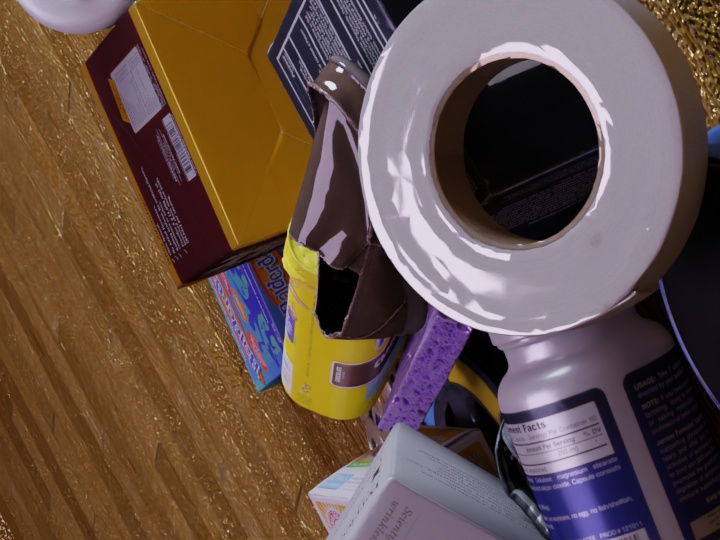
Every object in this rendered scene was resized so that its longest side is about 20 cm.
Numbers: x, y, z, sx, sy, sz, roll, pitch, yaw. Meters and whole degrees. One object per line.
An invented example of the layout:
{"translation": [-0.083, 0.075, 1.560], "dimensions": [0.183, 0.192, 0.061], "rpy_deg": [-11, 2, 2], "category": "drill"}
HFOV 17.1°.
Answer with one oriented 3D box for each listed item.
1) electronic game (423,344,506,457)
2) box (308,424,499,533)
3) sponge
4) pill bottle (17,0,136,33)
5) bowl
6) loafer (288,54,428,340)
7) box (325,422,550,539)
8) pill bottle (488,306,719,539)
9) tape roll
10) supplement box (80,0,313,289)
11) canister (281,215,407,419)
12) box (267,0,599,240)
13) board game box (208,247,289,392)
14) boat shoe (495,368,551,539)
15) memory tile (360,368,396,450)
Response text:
{"translation": [0.096, 0.145, 1.751], "dimensions": [0.200, 0.042, 0.200], "rpy_deg": [51, 154, 37], "category": "electronic game"}
{"translation": [0.065, 0.220, 1.718], "dimensions": [0.200, 0.101, 0.112], "rpy_deg": [63, 157, -11], "category": "box"}
{"translation": [0.058, 0.029, 1.632], "dimensions": [0.030, 0.112, 0.200], "rpy_deg": [21, 153, -1], "category": "sponge"}
{"translation": [-0.195, -0.250, 1.867], "dimensions": [0.200, 0.112, 0.112], "rpy_deg": [-46, -63, -73], "category": "pill bottle"}
{"translation": [0.225, 0.017, 1.297], "dimensions": [0.201, 0.039, 0.201], "rpy_deg": [51, 154, 37], "category": "bowl"}
{"translation": [-0.005, -0.033, 1.428], "dimensions": [0.073, 0.071, 0.200], "rpy_deg": [39, 147, 49], "category": "loafer"}
{"translation": [0.057, 0.243, 1.584], "dimensions": [0.200, 0.199, 0.131], "rpy_deg": [30, -169, -5], "category": "box"}
{"translation": [0.152, 0.098, 1.457], "dimensions": [0.201, 0.115, 0.116], "rpy_deg": [69, 160, -3], "category": "pill bottle"}
{"translation": [0.092, -0.064, 1.302], "dimensions": [0.202, 0.037, 0.204], "rpy_deg": [3, 96, 30], "category": "tape roll"}
{"translation": [-0.099, -0.112, 1.840], "dimensions": [0.198, 0.133, 0.200], "rpy_deg": [66, 160, 1], "category": "supplement box"}
{"translation": [0.000, 0.000, 1.698], "dimensions": [0.086, 0.149, 0.200], "rpy_deg": [21, 150, 8], "category": "canister"}
{"translation": [0.053, -0.114, 1.468], "dimensions": [0.200, 0.123, 0.198], "rpy_deg": [62, 158, 12], "category": "box"}
{"translation": [-0.085, 0.017, 2.037], "dimensions": [0.152, 0.045, 0.200], "rpy_deg": [66, 167, 5], "category": "board game box"}
{"translation": [0.117, 0.080, 1.560], "dimensions": [0.201, 0.091, 0.071], "rpy_deg": [59, 158, 21], "category": "boat shoe"}
{"translation": [0.011, 0.098, 1.907], "dimensions": [0.153, 0.017, 0.200], "rpy_deg": [96, 152, -62], "category": "memory tile"}
